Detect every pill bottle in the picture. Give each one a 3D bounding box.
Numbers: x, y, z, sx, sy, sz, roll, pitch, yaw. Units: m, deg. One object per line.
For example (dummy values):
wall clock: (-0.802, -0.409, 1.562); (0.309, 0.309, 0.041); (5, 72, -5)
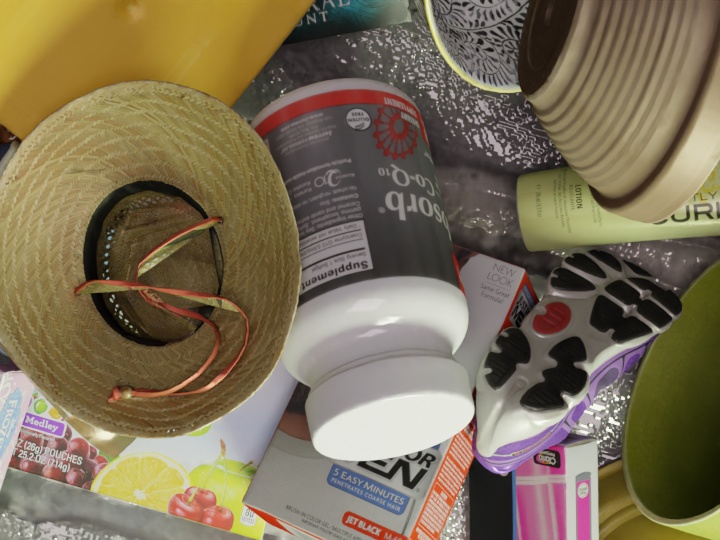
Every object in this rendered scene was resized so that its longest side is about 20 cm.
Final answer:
pill bottle: (0.000, 0.000, 0.874); (0.114, 0.116, 0.202); (-13, 64, 1)

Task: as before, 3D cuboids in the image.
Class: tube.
tube: (0.198, -0.051, 0.946); (0.197, 0.052, 0.059); (-7, 119, 19)

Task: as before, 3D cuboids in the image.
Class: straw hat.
straw hat: (-0.115, -0.001, 0.867); (0.198, 0.085, 0.204); (-2, 83, 13)

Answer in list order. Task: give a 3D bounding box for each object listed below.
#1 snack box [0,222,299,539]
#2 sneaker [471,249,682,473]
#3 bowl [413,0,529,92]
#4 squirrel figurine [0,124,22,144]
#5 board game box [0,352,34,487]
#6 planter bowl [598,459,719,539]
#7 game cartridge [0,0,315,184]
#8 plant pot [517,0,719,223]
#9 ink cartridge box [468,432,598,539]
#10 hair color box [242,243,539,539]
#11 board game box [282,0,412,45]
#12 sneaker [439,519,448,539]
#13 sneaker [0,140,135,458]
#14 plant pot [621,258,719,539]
snack box: (-0.134, 0.063, 0.976); (0.197, 0.068, 0.171); (17, 95, -3)
sneaker: (0.128, 0.056, 0.945); (0.080, 0.199, 0.084); (38, 137, 22)
bowl: (0.089, -0.222, 0.924); (0.094, 0.200, 0.202); (37, 95, 41)
squirrel figurine: (-0.256, -0.152, 0.942); (0.199, 0.141, 0.188); (32, 84, -17)
board game box: (-0.323, 0.120, 0.957); (0.197, 0.043, 0.202); (22, 96, 20)
planter bowl: (0.208, 0.228, 0.984); (0.197, 0.083, 0.204); (0, 95, 0)
game cartridge: (-0.140, -0.157, 0.890); (0.176, 0.032, 0.201); (40, 90, -24)
plant pot: (0.150, -0.136, 0.860); (0.091, 0.201, 0.204); (13, 95, -12)
ink cartridge box: (0.113, 0.203, 0.978); (0.037, 0.094, 0.203); (-8, 98, -37)
hair color box: (0.022, 0.081, 0.935); (0.110, 0.064, 0.202); (19, 74, 22)
board game box: (-0.074, -0.206, 0.942); (0.197, 0.028, 0.137); (-10, 121, 3)
sneaker: (0.028, 0.185, 0.967); (0.066, 0.108, 0.205); (-3, 95, 0)
sneaker: (-0.183, 0.011, 0.905); (0.090, 0.067, 0.201); (-40, 95, 0)
plant pot: (0.299, 0.108, 0.942); (0.198, 0.187, 0.189); (26, 94, -18)
